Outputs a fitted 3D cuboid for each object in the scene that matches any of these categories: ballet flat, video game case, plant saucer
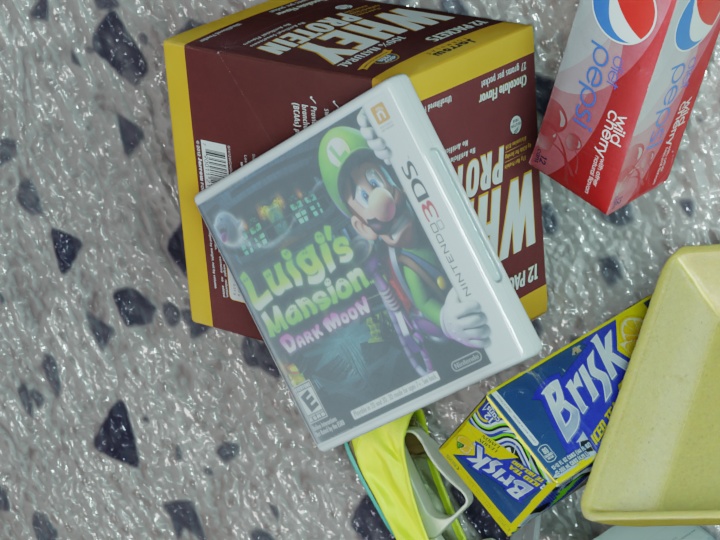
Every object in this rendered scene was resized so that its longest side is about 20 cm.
[{"bbox_3d":[0.055,0.182,1.812,0.067,0.067,0.201,-25,89,26],"label":"ballet flat"},{"bbox_3d":[0.000,0.000,1.609,0.200,0.023,0.182,-28,88,46],"label":"video game case"},{"bbox_3d":[0.243,0.070,1.490,0.199,0.200,0.048,-5,137,36],"label":"plant saucer"}]

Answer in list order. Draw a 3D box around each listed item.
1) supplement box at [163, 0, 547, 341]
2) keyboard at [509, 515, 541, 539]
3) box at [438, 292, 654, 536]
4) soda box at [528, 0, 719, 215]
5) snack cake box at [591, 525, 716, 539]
[{"bbox_3d":[-0.002,-0.059,1.697,0.199,0.133,0.198,14,118,39],"label":"supplement box"},{"bbox_3d":[0.102,0.207,1.698,0.011,0.200,0.056,20,127,-6],"label":"keyboard"},{"bbox_3d":[0.141,0.078,1.575,0.070,0.200,0.064,51,136,13],"label":"box"},{"bbox_3d":[0.165,-0.136,1.547,0.063,0.070,0.201,34,129,26],"label":"soda box"},{"bbox_3d":[0.152,0.254,1.709,0.067,0.115,0.201,38,132,24],"label":"snack cake box"}]
